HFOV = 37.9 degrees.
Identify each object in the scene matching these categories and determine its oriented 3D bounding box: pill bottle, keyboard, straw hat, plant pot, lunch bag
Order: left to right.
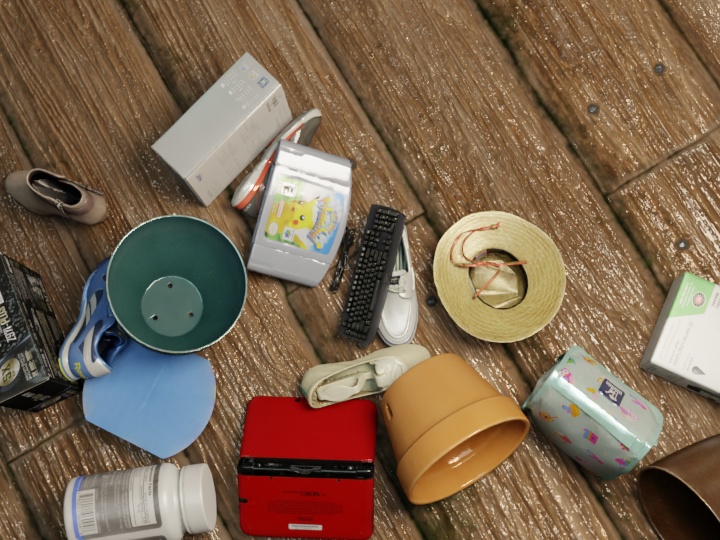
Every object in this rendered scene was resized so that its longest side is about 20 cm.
[{"bbox_3d":[-0.313,0.339,1.503,0.197,0.114,0.115,-9,78,1],"label":"pill bottle"},{"bbox_3d":[-0.272,0.036,1.539,0.197,0.135,0.203,4,73,-13],"label":"plant pot"},{"bbox_3d":[0.000,0.000,1.563,0.126,0.020,0.203,14,89,47],"label":"keyboard"},{"bbox_3d":[0.119,0.212,1.473,0.199,0.201,0.141,-31,63,-3],"label":"plant pot"},{"bbox_3d":[0.203,0.017,1.551,0.198,0.085,0.204,-1,73,5],"label":"straw hat"},{"bbox_3d":[0.319,0.198,1.450,0.170,0.200,0.122,39,84,11],"label":"lunch bag"},{"bbox_3d":[0.519,0.297,1.445,0.199,0.187,0.188,-31,78,-18],"label":"plant pot"}]

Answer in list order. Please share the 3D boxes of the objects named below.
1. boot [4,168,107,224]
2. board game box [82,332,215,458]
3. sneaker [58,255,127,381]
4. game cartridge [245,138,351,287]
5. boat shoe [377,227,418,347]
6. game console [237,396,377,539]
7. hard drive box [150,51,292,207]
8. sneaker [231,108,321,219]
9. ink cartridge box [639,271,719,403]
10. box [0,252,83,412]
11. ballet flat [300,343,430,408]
[{"bbox_3d":[-0.471,-0.122,1.585,0.197,0.146,0.071,17,82,7],"label":"boot"},{"bbox_3d":[-0.312,0.185,1.572,0.198,0.039,0.159,24,72,7],"label":"board game box"},{"bbox_3d":[-0.374,0.072,1.557,0.081,0.074,0.202,-2,61,28],"label":"sneaker"},{"bbox_3d":[-0.086,-0.083,1.579,0.132,0.040,0.203,14,92,-18],"label":"game cartridge"},{"bbox_3d":[0.045,0.014,1.570,0.072,0.067,0.203,-8,79,2],"label":"boat shoe"},{"bbox_3d":[-0.075,0.292,1.547,0.197,0.119,0.175,1,110,4],"label":"game console"},{"bbox_3d":[-0.203,-0.208,1.583,0.077,0.156,0.200,42,83,10],"label":"hard drive box"},{"bbox_3d":[-0.114,-0.159,1.622,0.082,0.077,0.201,39,86,-13],"label":"sneaker"},{"bbox_3d":[0.528,0.111,1.514,0.198,0.084,0.148,23,81,7],"label":"ink cartridge box"},{"bbox_3d":[-0.501,0.095,1.536,0.085,0.164,0.202,-24,79,-2],"label":"box"},{"bbox_3d":[0.010,0.160,1.540,0.197,0.070,0.070,-15,78,2],"label":"ballet flat"}]
